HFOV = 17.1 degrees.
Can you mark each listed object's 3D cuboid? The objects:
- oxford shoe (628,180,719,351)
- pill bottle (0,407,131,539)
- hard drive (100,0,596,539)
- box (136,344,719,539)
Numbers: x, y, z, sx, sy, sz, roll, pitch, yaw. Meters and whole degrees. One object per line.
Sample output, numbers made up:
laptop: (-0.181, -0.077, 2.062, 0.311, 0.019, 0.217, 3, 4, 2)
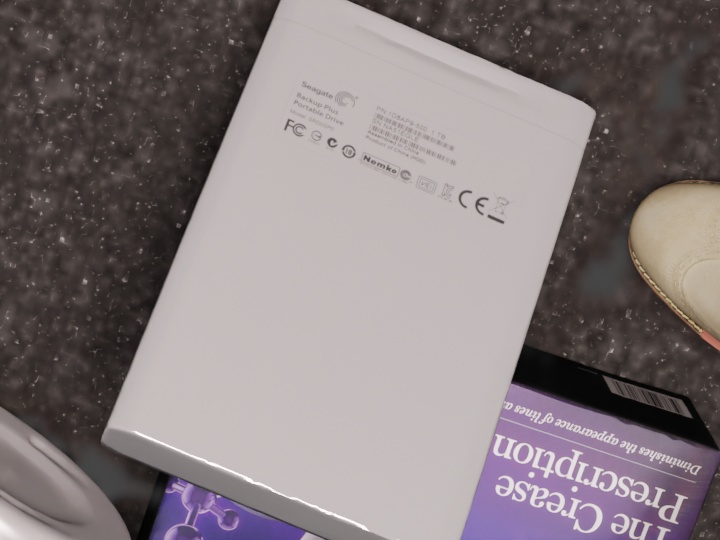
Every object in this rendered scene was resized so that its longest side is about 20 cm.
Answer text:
oxford shoe: (0.175, 0.011, 0.889, 0.200, 0.074, 0.071, 28, 89, 35)
pill bottle: (-0.191, 0.150, 0.922, 0.120, 0.120, 0.200, 36, 98, -9)
hard drive: (0.000, 0.000, 0.888, 0.131, 0.027, 0.201, 23, 62, -5)
box: (0.022, 0.094, 0.945, 0.199, 0.079, 0.142, 18, 103, -6)
